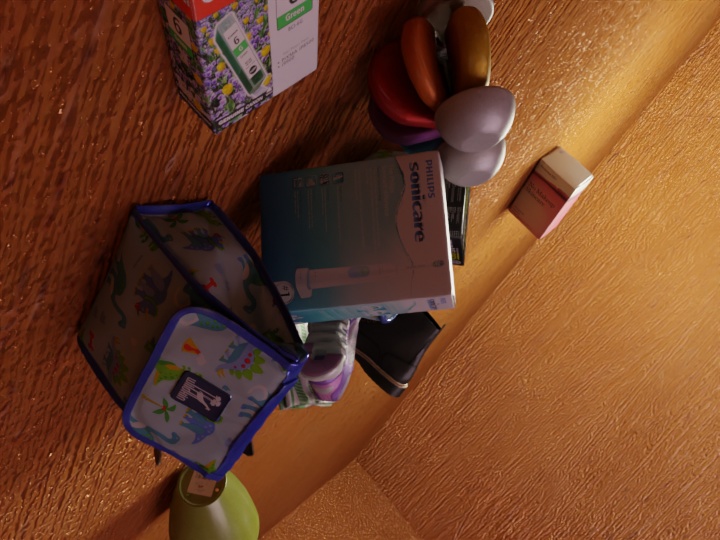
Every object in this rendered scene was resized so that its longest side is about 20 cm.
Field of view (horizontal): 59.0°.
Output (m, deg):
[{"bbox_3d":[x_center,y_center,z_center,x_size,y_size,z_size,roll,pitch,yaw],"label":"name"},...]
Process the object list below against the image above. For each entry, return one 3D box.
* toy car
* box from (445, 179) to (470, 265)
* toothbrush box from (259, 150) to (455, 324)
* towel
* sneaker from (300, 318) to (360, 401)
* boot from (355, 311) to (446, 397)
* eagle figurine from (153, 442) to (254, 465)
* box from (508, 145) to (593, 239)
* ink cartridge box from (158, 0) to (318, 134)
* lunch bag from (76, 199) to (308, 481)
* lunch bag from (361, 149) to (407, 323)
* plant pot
[{"bbox_3d":[0.078,-0.192,0.687,0.145,0.181,0.201,-10,163,3],"label":"toy car"},{"bbox_3d":[0.139,-0.126,0.938,0.160,0.043,0.207,54,41,-73],"label":"box"},{"bbox_3d":[-0.002,-0.030,0.673,0.193,0.152,0.085,-7,167,10],"label":"toothbrush box"},{"bbox_3d":[-0.080,0.116,0.897,0.023,0.158,0.200,-12,169,13],"label":"towel"},{"bbox_3d":[-0.036,0.102,0.896,0.203,0.078,0.091,-73,155,-51],"label":"sneaker"},{"bbox_3d":[0.029,0.078,1.010,0.140,0.199,0.077,-52,168,11],"label":"boot"},{"bbox_3d":[-0.195,0.156,0.832,0.155,0.149,0.199,-60,152,1],"label":"eagle figurine"},{"bbox_3d":[0.517,-0.211,1.742,0.108,0.128,0.202,-31,157,-36],"label":"box"},{"bbox_3d":[-0.079,-0.196,0.420,0.108,0.050,0.202,-39,163,-22],"label":"ink cartridge box"},{"bbox_3d":[-0.152,0.067,0.586,0.172,0.200,0.126,-53,162,28],"label":"lunch bag"},{"bbox_3d":[0.035,-0.050,0.839,0.161,0.080,0.207,-41,136,-59],"label":"lunch bag"},{"bbox_3d":[-0.295,0.459,1.235,0.185,0.186,0.204,-35,146,-31],"label":"plant pot"}]
